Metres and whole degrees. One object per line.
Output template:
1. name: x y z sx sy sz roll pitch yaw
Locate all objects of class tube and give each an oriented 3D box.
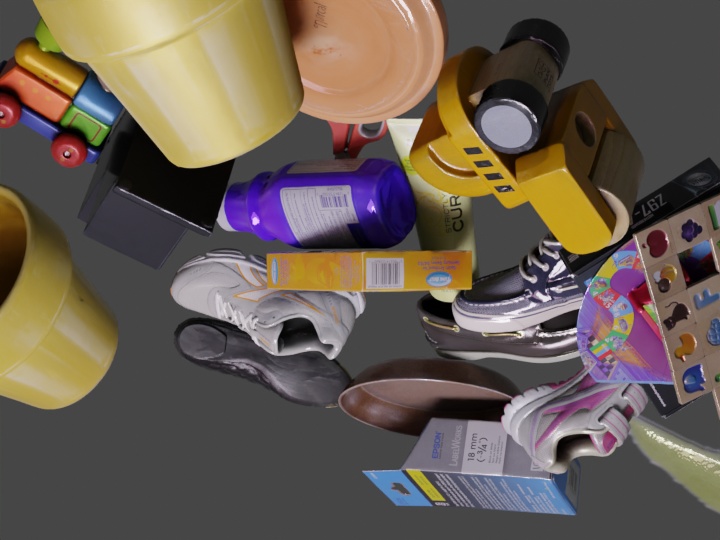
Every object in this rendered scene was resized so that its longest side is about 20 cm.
1. tube: 0.074 -0.060 1.660 0.058 0.052 0.200 -24 131 -16

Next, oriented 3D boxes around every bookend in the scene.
1. bookend: -0.189 -0.072 1.619 0.092 0.200 0.199 26 137 -14

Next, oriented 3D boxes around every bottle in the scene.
1. bottle: -0.046 -0.061 1.671 0.199 0.065 0.084 -1 125 36

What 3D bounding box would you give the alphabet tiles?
1. alphabet tiles: 0.332 0.025 1.561 0.167 0.008 0.201 -24 111 -15

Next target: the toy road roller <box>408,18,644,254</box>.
1. toy road roller: 0.135 -0.104 1.535 0.146 0.123 0.200 -22 120 37

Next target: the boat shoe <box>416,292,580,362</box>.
1. boat shoe: 0.149 0.045 1.724 0.201 0.072 0.061 -6 137 28

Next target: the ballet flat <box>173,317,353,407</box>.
1. ballet flat: -0.099 0.091 1.887 0.199 0.057 0.067 20 95 -4

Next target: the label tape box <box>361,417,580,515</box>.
1. label tape box: 0.119 0.204 1.872 0.199 0.064 0.144 1 158 17

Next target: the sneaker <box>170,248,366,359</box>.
1. sneaker: -0.100 0.039 1.789 0.199 0.092 0.076 6 136 13

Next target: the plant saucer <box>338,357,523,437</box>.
1. plant saucer: 0.078 0.128 1.823 0.199 0.035 0.200 5 160 2

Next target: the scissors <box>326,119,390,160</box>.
1. scissors: -0.010 -0.102 1.667 0.073 0.014 0.200 11 137 8

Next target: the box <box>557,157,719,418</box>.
1. box: 0.293 0.019 1.615 0.160 0.044 0.200 -31 123 6

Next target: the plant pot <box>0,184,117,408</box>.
1. plant pot: -0.351 0.044 1.811 0.200 0.201 0.189 -10 146 28

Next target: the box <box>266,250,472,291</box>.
1. box: 0.000 0.000 1.665 0.119 0.042 0.200 -1 179 -31

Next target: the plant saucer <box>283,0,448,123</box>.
1. plant saucer: -0.024 -0.207 1.539 0.200 0.032 0.201 11 133 12

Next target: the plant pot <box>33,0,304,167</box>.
1. plant pot: -0.139 -0.196 1.456 0.200 0.201 0.189 -11 122 28

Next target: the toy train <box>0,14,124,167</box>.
1. toy train: -0.301 -0.193 1.631 0.200 0.085 0.116 32 126 -14

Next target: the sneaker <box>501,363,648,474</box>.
1. sneaker: 0.239 0.131 1.734 0.200 0.088 0.081 -35 140 13

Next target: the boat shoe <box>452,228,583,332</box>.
1. boat shoe: 0.175 -0.009 1.649 0.199 0.075 0.093 -13 126 6

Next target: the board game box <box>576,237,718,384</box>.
1. board game box: 0.292 0.044 1.579 0.199 0.039 0.158 2 120 -16
